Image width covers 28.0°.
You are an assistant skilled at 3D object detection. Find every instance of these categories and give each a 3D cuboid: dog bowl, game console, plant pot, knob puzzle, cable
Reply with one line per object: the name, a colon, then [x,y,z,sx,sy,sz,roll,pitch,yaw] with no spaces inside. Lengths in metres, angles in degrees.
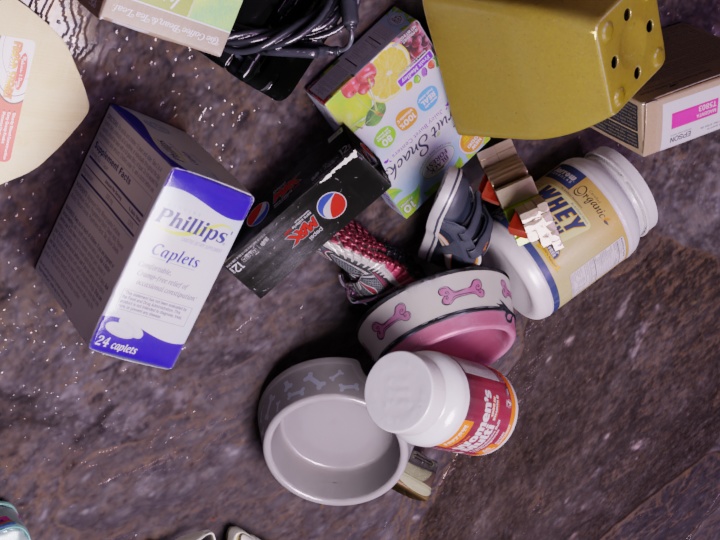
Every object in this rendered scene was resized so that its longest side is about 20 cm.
dog bowl: [-0.028,0.200,1.734,0.198,0.059,0.202,2,126,3]
game console: [-0.098,-0.303,1.504,0.201,0.116,0.176,-56,160,6]
plant pot: [0.218,-0.262,1.581,0.196,0.199,0.195,-45,134,-31]
knob puzzle: [-0.360,-0.171,1.396,0.218,0.030,0.222,-15,121,-26]
dog bowl: [0.099,0.076,1.738,0.198,0.074,0.201,-17,157,-7]
cable: [-0.094,-0.295,1.426,0.198,0.051,0.165,4,99,-4]

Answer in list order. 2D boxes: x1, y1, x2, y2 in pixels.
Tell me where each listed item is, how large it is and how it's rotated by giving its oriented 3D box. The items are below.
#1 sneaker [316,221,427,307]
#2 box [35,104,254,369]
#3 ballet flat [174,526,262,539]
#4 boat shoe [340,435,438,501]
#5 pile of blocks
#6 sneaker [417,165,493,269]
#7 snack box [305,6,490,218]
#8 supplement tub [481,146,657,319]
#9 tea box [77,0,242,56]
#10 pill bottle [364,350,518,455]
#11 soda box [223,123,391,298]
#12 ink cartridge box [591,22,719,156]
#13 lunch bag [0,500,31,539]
sneaker: [0.000,0.000,1.695,0.199,0.081,0.075,32,109,-37]
box: [-0.222,-0.036,1.461,0.104,0.184,0.201,18,105,-37]
ballet flat: [-0.174,0.350,1.786,0.198,0.071,0.071,-2,116,-32]
boat shoe: [0.021,0.225,1.845,0.200,0.073,0.065,40,65,-33]
pile of blocks: [0.178,-0.080,1.696,0.062,0.201,0.082,-23,127,3]
sneaker: [0.117,-0.057,1.677,0.200,0.079,0.079,96,17,-72]
snack box: [0.046,-0.177,1.644,0.142,0.053,0.200,-42,131,-5]
supplement tub: [0.254,-0.049,1.790,0.199,0.144,0.145,-35,129,-12]
tea box: [-0.185,-0.329,1.313,0.133,0.200,0.198,12,108,-37]
pill bottle: [0.094,0.152,1.669,0.199,0.109,0.110,19,105,-56]
soda box: [-0.064,-0.064,1.590,0.200,0.064,0.071,-40,124,13]
ink cartridge box: [0.370,-0.224,1.757,0.198,0.165,0.076,-19,124,-22]
lunch bag: [-0.437,0.358,1.606,0.159,0.077,0.202,-18,123,-22]
